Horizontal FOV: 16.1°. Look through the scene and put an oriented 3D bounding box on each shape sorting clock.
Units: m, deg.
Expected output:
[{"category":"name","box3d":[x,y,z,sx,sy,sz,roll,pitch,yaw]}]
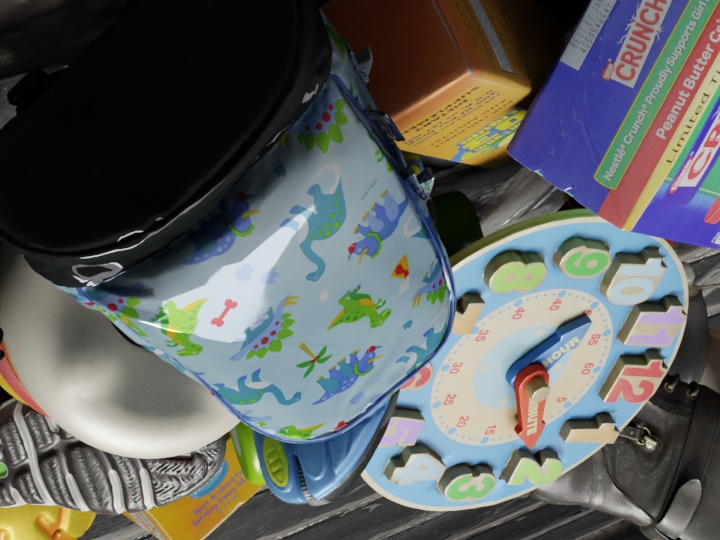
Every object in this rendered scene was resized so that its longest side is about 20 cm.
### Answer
[{"category":"shape sorting clock","box3d":[0.083,0.051,1.317,0.200,0.039,0.200,-21,139,-20]}]

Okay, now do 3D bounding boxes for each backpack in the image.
[{"category":"backpack","box3d":[-0.045,-0.018,1.052,0.163,0.154,0.200,-42,159,-6]}]

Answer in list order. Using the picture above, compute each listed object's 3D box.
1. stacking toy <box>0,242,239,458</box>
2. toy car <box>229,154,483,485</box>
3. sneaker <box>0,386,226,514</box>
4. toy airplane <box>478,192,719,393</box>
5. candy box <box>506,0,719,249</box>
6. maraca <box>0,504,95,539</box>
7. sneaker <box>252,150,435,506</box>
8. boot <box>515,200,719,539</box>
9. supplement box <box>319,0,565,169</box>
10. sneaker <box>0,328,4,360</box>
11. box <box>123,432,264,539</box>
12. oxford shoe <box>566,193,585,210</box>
[{"category":"stacking toy","box3d":[-0.141,0.023,1.225,0.146,0.146,0.200,-19,-177,-33]},{"category":"toy car","box3d":[0.000,0.000,1.331,0.164,0.158,0.200,-15,153,-9]},{"category":"sneaker","box3d":[-0.163,0.074,1.342,0.200,0.076,0.116,-6,-154,10]},{"category":"toy airplane","box3d":[0.132,0.025,1.563,0.200,0.199,0.141,-34,152,25]},{"category":"candy box","box3d":[0.167,-0.103,1.249,0.169,0.077,0.200,-60,159,9]},{"category":"maraca","box3d":[-0.232,0.138,1.436,0.200,0.107,0.137,-24,168,-23]},{"category":"sneaker","box3d":[0.003,0.030,1.185,0.071,0.200,0.083,-5,135,21]},{"category":"boot","box3d":[0.168,0.067,1.459,0.174,0.200,0.069,15,176,-13]},{"category":"supplement box","box3d":[0.046,-0.095,1.202,0.066,0.069,0.200,-30,170,19]},{"category":"sneaker","box3d":[-0.178,0.003,1.075,0.076,0.091,0.200,-20,164,-23]},{"category":"box","box3d":[-0.099,0.097,1.498,0.119,0.041,0.200,-42,-160,-13]},{"category":"oxford shoe","box3d":[0.137,-0.046,1.400,0.200,0.073,0.071,-54,167,-18]}]
